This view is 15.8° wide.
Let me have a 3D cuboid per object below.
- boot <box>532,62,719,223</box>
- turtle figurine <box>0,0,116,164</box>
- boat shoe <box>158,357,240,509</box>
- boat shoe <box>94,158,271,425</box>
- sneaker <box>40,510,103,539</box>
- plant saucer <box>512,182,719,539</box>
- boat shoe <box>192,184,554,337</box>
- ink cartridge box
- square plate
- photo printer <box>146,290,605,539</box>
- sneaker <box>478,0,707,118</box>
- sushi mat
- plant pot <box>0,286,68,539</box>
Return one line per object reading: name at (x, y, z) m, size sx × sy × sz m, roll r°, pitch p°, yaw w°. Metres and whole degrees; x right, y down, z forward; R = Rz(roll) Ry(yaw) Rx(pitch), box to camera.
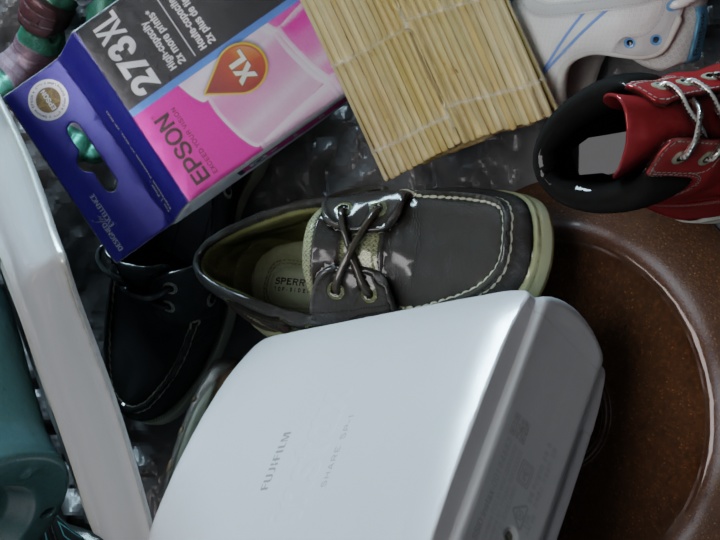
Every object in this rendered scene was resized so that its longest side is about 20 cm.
boot at (0.171, -0.064, 0.997) m, size 0.199 × 0.144 × 0.073 m, roll -20°, pitch 79°, yaw 31°
turtle figurine at (-0.134, -0.161, 1.230) m, size 0.150 × 0.100 × 0.201 m, roll -128°, pitch 41°, yaw -49°
boat shoe at (-0.063, 0.143, 1.231) m, size 0.071 × 0.076 × 0.201 m, roll 9°, pitch 90°, yaw 0°
boat shoe at (-0.092, -0.017, 1.233) m, size 0.074 × 0.066 × 0.200 m, roll 34°, pitch 112°, yaw 28°
sneaker at (-0.172, 0.145, 1.295) m, size 0.200 × 0.079 × 0.075 m, roll 50°, pitch 118°, yaw 20°
plant saucer at (0.093, 0.060, 1.130) m, size 0.199 × 0.034 × 0.202 m, roll 4°, pitch 96°, yaw 34°
boat shoe at (0.000, -0.001, 1.141) m, size 0.200 × 0.066 × 0.072 m, roll -8°, pitch 71°, yaw 51°
ink cartridge box at (-0.057, -0.098, 1.161) m, size 0.200 × 0.037 × 0.095 m, roll -35°, pitch 86°, yaw 5°
square plate at (-0.139, 0.027, 1.178) m, size 0.200 × 0.028 × 0.199 m, roll -121°, pitch 15°, yaw -54°
photo printer at (-0.007, 0.096, 1.076) m, size 0.199 × 0.069 × 0.167 m, roll -11°, pitch 46°, yaw 44°
sneaker at (0.130, -0.134, 1.075) m, size 0.200 × 0.075 × 0.087 m, roll -41°, pitch 77°, yaw 39°
sushi mat at (0.006, -0.141, 1.100) m, size 0.095 × 0.012 × 0.201 m, roll -17°, pitch 103°, yaw 36°
plant pot at (-0.236, 0.060, 1.193) m, size 0.188 × 0.200 × 0.200 m, roll 50°, pitch 119°, yaw 21°
